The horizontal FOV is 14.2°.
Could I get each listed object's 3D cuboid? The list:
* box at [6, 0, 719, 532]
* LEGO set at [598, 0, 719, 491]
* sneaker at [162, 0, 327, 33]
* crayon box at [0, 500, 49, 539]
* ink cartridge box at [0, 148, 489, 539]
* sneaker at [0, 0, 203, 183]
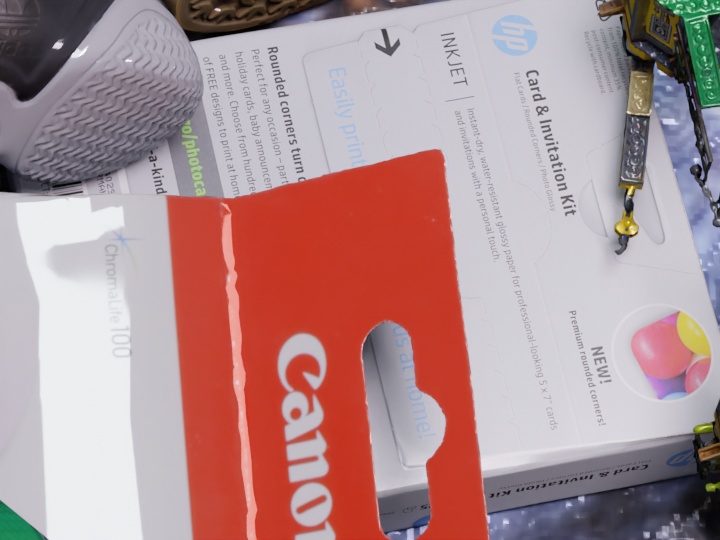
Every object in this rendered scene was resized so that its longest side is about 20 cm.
[{"bbox_3d":[0.000,0.000,0.879,0.199,0.041,0.157,-11,69,-9],"label":"box"},{"bbox_3d":[0.150,-0.013,0.861,0.153,0.116,0.201,-16,68,-7],"label":"LEGO set"},{"bbox_3d":[0.004,-0.151,0.932,0.200,0.067,0.090,-27,71,-21],"label":"sneaker"},{"bbox_3d":[-0.115,0.171,0.733,0.119,0.058,0.200,36,96,18],"label":"crayon box"},{"bbox_3d":[-0.069,0.054,0.796,0.199,0.057,0.163,-15,69,23],"label":"ink cartridge box"},{"bbox_3d":[-0.129,-0.098,0.801,0.075,0.200,0.114,-35,60,21],"label":"sneaker"}]
